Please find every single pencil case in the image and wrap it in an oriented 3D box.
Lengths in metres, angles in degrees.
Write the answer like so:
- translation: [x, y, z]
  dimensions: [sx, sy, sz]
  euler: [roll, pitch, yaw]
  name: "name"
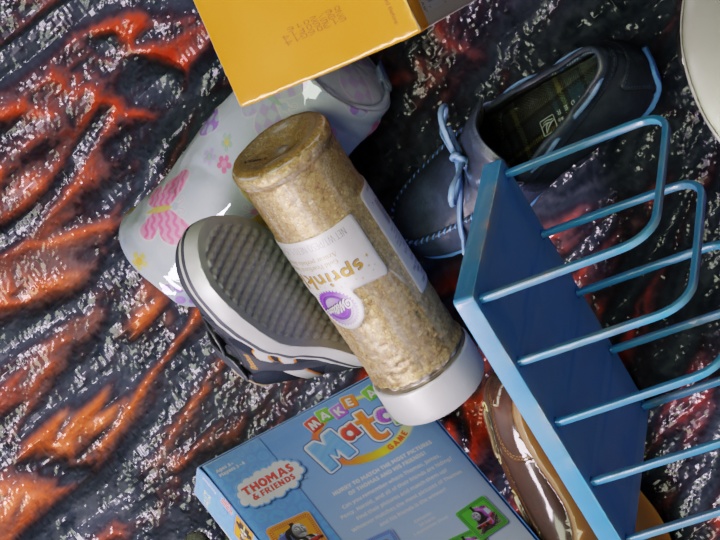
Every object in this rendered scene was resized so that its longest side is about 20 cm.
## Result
- translation: [-0.069, -0.068, 1.638]
  dimensions: [0.200, 0.083, 0.091]
  euler: [-49, 45, 27]
  name: "pencil case"

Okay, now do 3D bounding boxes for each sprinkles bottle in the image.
- translation: [0.000, 0.000, 1.581]
  dimensions: [0.068, 0.068, 0.200]
  euler: [-19, 118, 28]
  name: "sprinkles bottle"

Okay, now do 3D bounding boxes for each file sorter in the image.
- translation: [0.159, 0.035, 1.490]
  dimensions: [0.122, 0.139, 0.200]
  euler: [-19, 119, 24]
  name: "file sorter"

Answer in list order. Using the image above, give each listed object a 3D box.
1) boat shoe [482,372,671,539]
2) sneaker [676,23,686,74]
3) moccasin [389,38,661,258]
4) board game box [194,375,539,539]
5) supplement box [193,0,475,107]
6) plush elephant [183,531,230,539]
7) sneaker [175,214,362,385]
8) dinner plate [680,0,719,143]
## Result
- translation: [0.136, 0.147, 1.611]
  dimensions: [0.070, 0.070, 0.201]
  euler: [-4, 111, 64]
  name: "boat shoe"
- translation: [0.264, -0.098, 1.463]
  dimensions: [0.199, 0.099, 0.070]
  euler: [21, 113, 20]
  name: "sneaker"
- translation: [0.085, -0.082, 1.563]
  dimensions: [0.200, 0.068, 0.081]
  euler: [-41, 60, 26]
  name: "moccasin"
- translation: [0.016, 0.166, 1.595]
  dimensions: [0.200, 0.151, 0.037]
  euler: [50, 151, 26]
  name: "board game box"
- translation: [0.007, -0.169, 1.512]
  dimensions: [0.126, 0.200, 0.074]
  euler: [-21, 97, 27]
  name: "supplement box"
- translation: [-0.074, 0.234, 1.651]
  dimensions: [0.164, 0.155, 0.201]
  euler: [32, 93, 17]
  name: "plush elephant"
- translation: [-0.065, 0.026, 1.604]
  dimensions: [0.079, 0.200, 0.079]
  euler: [-16, 64, 29]
  name: "sneaker"
- translation: [0.272, -0.125, 1.422]
  dimensions: [0.199, 0.024, 0.201]
  euler: [2, 75, -8]
  name: "dinner plate"
